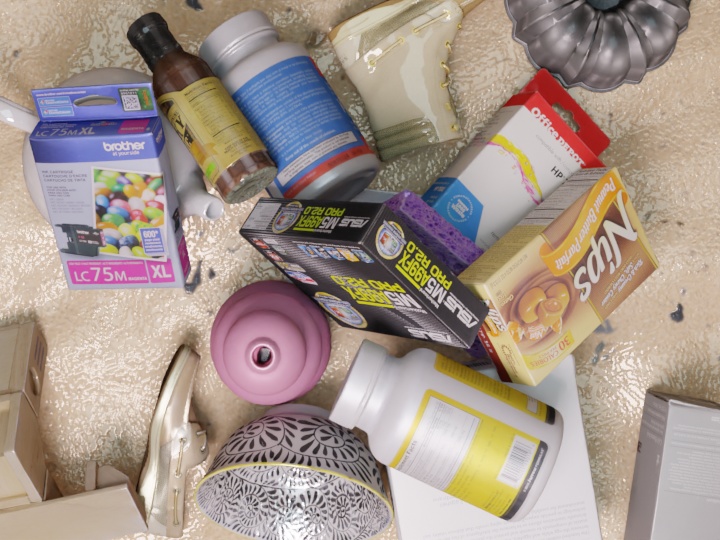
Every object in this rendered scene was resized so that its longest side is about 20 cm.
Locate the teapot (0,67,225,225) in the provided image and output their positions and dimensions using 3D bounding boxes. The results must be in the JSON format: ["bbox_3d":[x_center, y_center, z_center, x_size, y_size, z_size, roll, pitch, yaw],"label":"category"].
[{"bbox_3d":[-0.251,-0.113,1.266,0.198,0.146,0.200,-20,92,0],"label":"teapot"}]

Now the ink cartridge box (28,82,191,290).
[{"bbox_3d":[-0.231,-0.073,1.187,0.118,0.042,0.202,-1,122,7],"label":"ink cartridge box"}]

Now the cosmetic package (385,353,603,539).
[{"bbox_3d":[0.125,0.195,1.293,0.197,0.123,0.203,-9,90,-1],"label":"cosmetic package"}]

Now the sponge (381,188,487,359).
[{"bbox_3d":[0.083,0.007,1.268,0.199,0.111,0.030,38,54,-19],"label":"sponge"}]

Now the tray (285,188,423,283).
[{"bbox_3d":[0.026,-0.028,1.335,0.197,0.022,0.109,7,92,-1],"label":"tray"}]

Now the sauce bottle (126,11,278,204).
[{"bbox_3d":[-0.155,-0.157,1.229,0.064,0.065,0.201,-35,76,0],"label":"sauce bottle"}]

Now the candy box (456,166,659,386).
[{"bbox_3d":[0.189,0.003,1.224,0.200,0.055,0.116,-40,112,-27],"label":"candy box"}]

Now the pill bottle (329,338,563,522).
[{"bbox_3d":[0.077,0.140,1.175,0.198,0.112,0.113,25,91,-1],"label":"pill bottle"}]

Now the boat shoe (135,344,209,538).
[{"bbox_3d":[-0.186,0.176,1.315,0.064,0.072,0.203,13,97,-7],"label":"boat shoe"}]

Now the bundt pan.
[{"bbox_3d":[0.249,-0.286,1.307,0.199,0.076,0.205,0,91,-2],"label":"bundt pan"}]

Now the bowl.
[{"bbox_3d":[-0.061,0.195,1.282,0.198,0.202,0.095,7,57,-1],"label":"bowl"}]

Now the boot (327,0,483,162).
[{"bbox_3d":[0.084,-0.211,1.306,0.198,0.073,0.157,-23,91,1],"label":"boot"}]

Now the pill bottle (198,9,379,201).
[{"bbox_3d":[-0.076,-0.154,1.278,0.112,0.112,0.201,-33,81,0],"label":"pill bottle"}]

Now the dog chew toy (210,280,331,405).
[{"bbox_3d":[-0.089,0.074,1.247,0.123,0.200,0.126,0,91,-1],"label":"dog chew toy"}]

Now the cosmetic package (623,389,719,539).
[{"bbox_3d":[0.324,0.231,1.307,0.089,0.107,0.203,11,90,-2],"label":"cosmetic package"}]

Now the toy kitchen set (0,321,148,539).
[{"bbox_3d":[-0.304,0.182,1.310,0.161,0.182,0.201,-11,132,3],"label":"toy kitchen set"}]

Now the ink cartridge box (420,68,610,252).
[{"bbox_3d":[0.165,-0.097,1.297,0.116,0.067,0.200,43,84,-13],"label":"ink cartridge box"}]

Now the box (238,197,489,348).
[{"bbox_3d":[0.000,0.000,1.185,0.160,0.199,0.045,45,68,-32],"label":"box"}]
